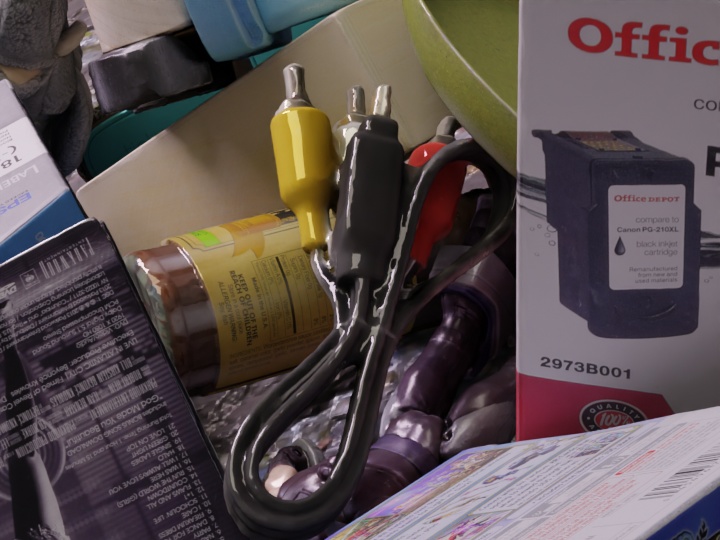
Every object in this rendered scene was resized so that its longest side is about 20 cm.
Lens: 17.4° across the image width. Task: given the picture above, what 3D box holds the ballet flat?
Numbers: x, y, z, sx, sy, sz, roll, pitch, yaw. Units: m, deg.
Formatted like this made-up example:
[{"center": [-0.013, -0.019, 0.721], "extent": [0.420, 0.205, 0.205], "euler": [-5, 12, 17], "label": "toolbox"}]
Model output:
[{"center": [-0.053, -0.097, 1.198], "extent": [0.200, 0.068, 0.075], "euler": [-24, 13, 12], "label": "ballet flat"}]

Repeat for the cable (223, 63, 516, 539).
[{"center": [0.003, 0.015, 0.861], "extent": [0.050, 0.097, 0.201], "euler": [125, 157, -61], "label": "cable"}]

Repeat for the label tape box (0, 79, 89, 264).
[{"center": [-0.122, 0.025, 0.973], "extent": [0.063, 0.144, 0.200], "euler": [-29, 30, -6], "label": "label tape box"}]

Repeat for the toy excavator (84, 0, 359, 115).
[{"center": [-0.017, -0.142, 0.997], "extent": [0.199, 0.100, 0.194], "euler": [-16, 4, 7], "label": "toy excavator"}]

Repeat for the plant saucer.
[{"center": [0.092, -0.064, 0.923], "extent": [0.031, 0.200, 0.200], "euler": [-52, 20, 26], "label": "plant saucer"}]

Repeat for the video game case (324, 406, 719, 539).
[{"center": [0.025, 0.104, 0.679], "extent": [0.200, 0.046, 0.181], "euler": [-29, 9, -35], "label": "video game case"}]

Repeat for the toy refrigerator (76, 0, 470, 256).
[{"center": [-0.031, -0.051, 1.017], "extent": [0.076, 0.070, 0.200], "euler": [-30, 1, -44], "label": "toy refrigerator"}]

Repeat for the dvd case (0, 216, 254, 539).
[{"center": [-0.114, 0.102, 0.826], "extent": [0.148, 0.200, 0.016], "euler": [-27, -12, 2], "label": "dvd case"}]

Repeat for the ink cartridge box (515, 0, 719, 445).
[{"center": [0.125, -0.026, 0.752], "extent": [0.144, 0.200, 0.084], "euler": [6, 38, 12], "label": "ink cartridge box"}]

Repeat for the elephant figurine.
[{"center": [-0.178, -0.082, 1.136], "extent": [0.155, 0.141, 0.201], "euler": [10, 83, 29], "label": "elephant figurine"}]

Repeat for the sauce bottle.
[{"center": [0.000, 0.000, 0.945], "extent": [0.199, 0.065, 0.065], "euler": [-15, 22, -27], "label": "sauce bottle"}]

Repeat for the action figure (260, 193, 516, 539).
[{"center": [0.028, 0.064, 0.871], "extent": [0.130, 0.069, 0.200], "euler": [16, 55, 42], "label": "action figure"}]
